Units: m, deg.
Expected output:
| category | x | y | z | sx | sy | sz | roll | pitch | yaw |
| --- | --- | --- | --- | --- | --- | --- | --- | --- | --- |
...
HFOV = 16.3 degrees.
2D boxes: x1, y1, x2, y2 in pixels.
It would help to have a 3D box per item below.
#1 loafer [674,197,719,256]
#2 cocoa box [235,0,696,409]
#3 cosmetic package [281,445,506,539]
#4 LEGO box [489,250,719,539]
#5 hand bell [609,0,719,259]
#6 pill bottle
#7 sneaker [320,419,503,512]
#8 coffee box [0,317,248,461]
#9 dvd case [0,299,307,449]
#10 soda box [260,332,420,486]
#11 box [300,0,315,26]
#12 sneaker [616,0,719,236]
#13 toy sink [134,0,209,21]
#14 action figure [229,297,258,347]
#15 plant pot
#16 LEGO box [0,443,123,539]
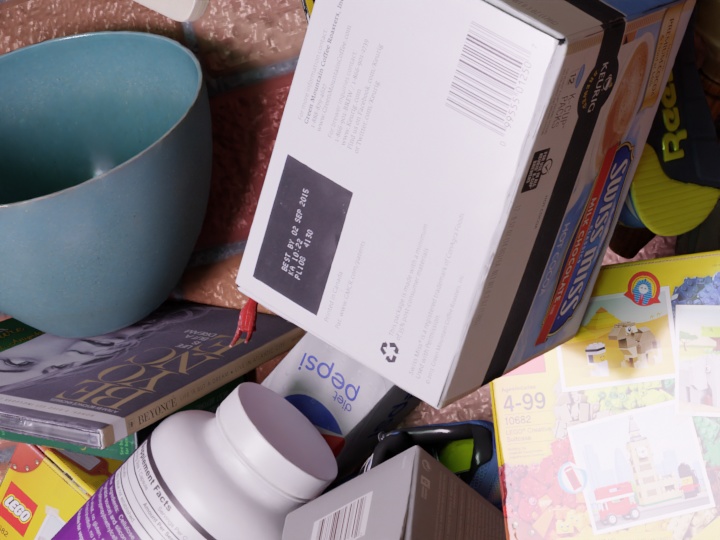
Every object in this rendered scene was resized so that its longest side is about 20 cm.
| category | x | y | z | sx | sy | sz | roll | pitch | yaw |
| --- | --- | --- | --- | --- | --- | --- | --- | --- | --- |
| loafer | 0.194 | 0.034 | 1.351 | 0.063 | 0.072 | 0.200 | 16 | 101 | 50 |
| cocoa box | 0.049 | -0.062 | 1.194 | 0.133 | 0.131 | 0.200 | 31 | 120 | 25 |
| cosmetic package | 0.057 | 0.196 | 1.390 | 0.107 | 0.090 | 0.200 | -33 | 120 | 33 |
| LEGO box | 0.172 | 0.066 | 1.272 | 0.200 | 0.077 | 0.149 | -8 | 87 | 27 |
| hand bell | 0.181 | -0.091 | 1.305 | 0.104 | 0.104 | 0.200 | 37 | 117 | 25 |
| pill bottle | -0.107 | 0.160 | 1.455 | 0.200 | 0.112 | 0.112 | -46 | 71 | 16 |
| sneaker | 0.023 | 0.125 | 1.452 | 0.200 | 0.089 | 0.079 | -26 | 52 | 37 |
| coffee box | -0.183 | 0.072 | 1.578 | 0.200 | 0.123 | 0.044 | 6 | 108 | 32 |
| dvd case | -0.147 | 0.057 | 1.508 | 0.149 | 0.200 | 0.016 | 8 | 112 | 34 |
| soda box | -0.024 | 0.086 | 1.508 | 0.063 | 0.068 | 0.200 | 52 | 122 | 16 |
| box | -0.011 | -0.156 | 1.380 | 0.049 | 0.160 | 0.200 | -15 | 73 | -2 |
| sneaker | 0.126 | -0.116 | 1.262 | 0.082 | 0.074 | 0.200 | 1 | 96 | 61 |
| toy sink | -0.117 | -0.239 | 1.489 | 0.200 | 0.112 | 0.131 | 27 | 113 | 36 |
| action figure | 0.000 | 0.000 | 1.387 | 0.200 | 0.065 | 0.099 | -7 | 67 | 48 |
| plant pot | -0.176 | -0.039 | 1.538 | 0.200 | 0.200 | 0.135 | 10 | 130 | 34 |
| LEGO box | -0.154 | 0.211 | 1.606 | 0.200 | 0.077 | 0.149 | 39 | 117 | 24 |
